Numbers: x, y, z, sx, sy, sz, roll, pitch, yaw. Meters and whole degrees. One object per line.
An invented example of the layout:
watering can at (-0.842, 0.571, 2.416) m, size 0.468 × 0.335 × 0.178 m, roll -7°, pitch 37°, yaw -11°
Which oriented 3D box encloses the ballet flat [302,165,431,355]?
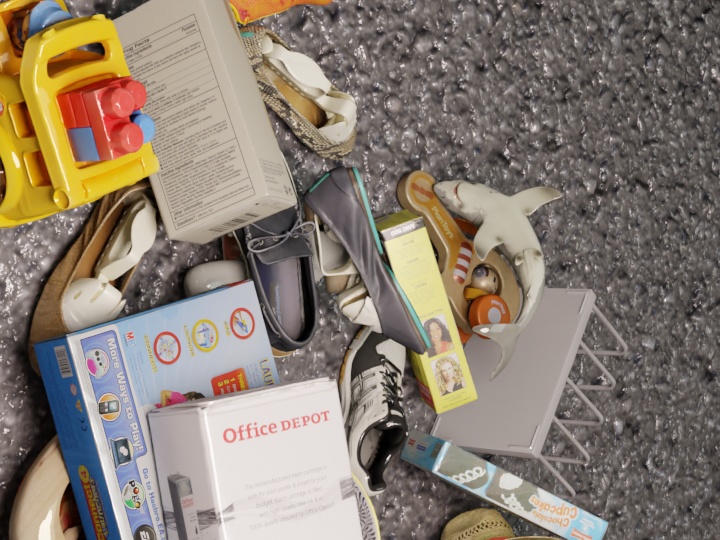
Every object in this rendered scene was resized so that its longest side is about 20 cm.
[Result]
ballet flat at (0.000, 0.000, 1.464) m, size 0.073 × 0.073 × 0.201 m, roll -42°, pitch 118°, yaw -39°

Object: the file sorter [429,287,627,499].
file sorter at (0.191, 0.136, 1.736) m, size 0.125 × 0.138 × 0.201 m, roll 47°, pitch 57°, yaw -39°

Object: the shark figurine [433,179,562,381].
shark figurine at (0.160, -0.001, 1.650) m, size 0.090 × 0.127 × 0.216 m, roll 85°, pitch -7°, yaw -62°

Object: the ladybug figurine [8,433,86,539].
ladybug figurine at (-0.221, 0.189, 1.333) m, size 0.200 × 0.072 × 0.136 m, roll -45°, pitch 111°, yaw -37°

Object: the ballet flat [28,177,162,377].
ballet flat at (-0.217, 0.001, 1.350) m, size 0.068 × 0.072 × 0.201 m, roll 42°, pitch 59°, yaw -30°

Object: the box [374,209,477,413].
box at (0.064, 0.041, 1.634) m, size 0.050 × 0.075 × 0.202 m, roll -20°, pitch 103°, yaw -8°

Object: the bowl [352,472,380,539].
bowl at (-0.083, 0.257, 1.445) m, size 0.199 × 0.094 × 0.203 m, roll 1°, pitch 77°, yaw -4°

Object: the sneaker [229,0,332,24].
sneaker at (-0.105, -0.268, 1.499) m, size 0.199 × 0.073 × 0.078 m, roll -1°, pitch 111°, yaw -43°

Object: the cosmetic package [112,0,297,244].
cosmetic package at (-0.139, -0.135, 1.365) m, size 0.071 × 0.104 × 0.202 m, roll 10°, pitch 61°, yaw -70°

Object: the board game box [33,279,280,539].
board game box at (-0.153, 0.128, 1.319) m, size 0.195 × 0.056 × 0.202 m, roll -17°, pitch 93°, yaw -42°

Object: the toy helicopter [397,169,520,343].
toy helicopter at (0.110, -0.026, 1.704) m, size 0.132 × 0.079 × 0.201 m, roll -42°, pitch 106°, yaw -32°

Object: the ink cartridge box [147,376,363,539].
ink cartridge box at (-0.079, 0.196, 1.278) m, size 0.145 × 0.084 × 0.202 m, roll -8°, pitch 89°, yaw -42°

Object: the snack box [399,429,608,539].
snack box at (0.147, 0.227, 1.641) m, size 0.199 × 0.116 × 0.037 m, roll 28°, pitch 84°, yaw -14°

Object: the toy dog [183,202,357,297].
toy dog at (-0.084, -0.014, 1.501) m, size 0.198 × 0.096 × 0.133 m, roll 6°, pitch 87°, yaw -32°

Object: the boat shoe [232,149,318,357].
boat shoe at (-0.075, -0.022, 1.414) m, size 0.074 × 0.062 × 0.202 m, roll -10°, pitch 94°, yaw -29°

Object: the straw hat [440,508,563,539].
straw hat at (0.126, 0.301, 1.675) m, size 0.200 × 0.201 × 0.086 m, roll 27°, pitch 33°, yaw -43°

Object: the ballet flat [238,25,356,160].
ballet flat at (-0.051, -0.169, 1.532) m, size 0.200 × 0.075 × 0.068 m, roll 39°, pitch 61°, yaw -39°

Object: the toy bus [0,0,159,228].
toy bus at (-0.240, -0.143, 1.247) m, size 0.135 × 0.191 × 0.202 m, roll -27°, pitch 106°, yaw -42°

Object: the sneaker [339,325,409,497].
sneaker at (0.021, 0.141, 1.589) m, size 0.075 × 0.087 × 0.202 m, roll 36°, pitch 62°, yaw -38°
